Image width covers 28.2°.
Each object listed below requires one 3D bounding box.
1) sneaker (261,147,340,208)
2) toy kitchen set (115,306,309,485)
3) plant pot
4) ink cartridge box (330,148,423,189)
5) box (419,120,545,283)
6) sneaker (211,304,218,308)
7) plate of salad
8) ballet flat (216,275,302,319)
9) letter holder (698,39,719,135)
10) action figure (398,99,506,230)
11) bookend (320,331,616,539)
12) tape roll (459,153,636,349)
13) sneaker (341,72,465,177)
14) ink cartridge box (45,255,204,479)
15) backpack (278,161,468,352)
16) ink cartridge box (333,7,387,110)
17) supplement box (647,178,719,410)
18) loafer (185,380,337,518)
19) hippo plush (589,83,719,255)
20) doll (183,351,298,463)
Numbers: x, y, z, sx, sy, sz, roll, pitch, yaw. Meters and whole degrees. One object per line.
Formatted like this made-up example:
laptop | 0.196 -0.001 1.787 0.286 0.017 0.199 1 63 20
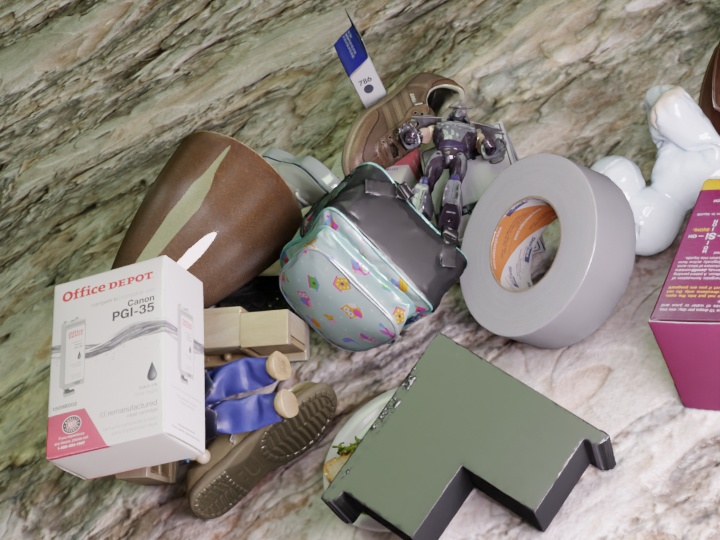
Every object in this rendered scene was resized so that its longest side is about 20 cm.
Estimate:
sneaker | -0.079 -0.097 1.753 0.071 0.073 0.200 -50 28 -11
toy kitchen set | -0.152 0.149 1.621 0.200 0.163 0.181 -5 75 15
plant pot | -0.199 -0.030 1.690 0.187 0.187 0.200 9 48 39
ink cartridge box | 0.003 -0.063 1.776 0.116 0.068 0.200 -4 43 28
box | 0.144 -0.085 1.721 0.116 0.060 0.200 -20 38 11
sneaker | -0.226 0.070 1.778 0.071 0.073 0.200 -23 29 51
plate of salad | 0.050 0.182 1.480 0.200 0.048 0.200 -18 38 14
ballet flat | -0.084 0.039 1.738 0.200 0.057 0.067 4 40 27
letter holder | 0.460 -0.253 1.690 0.142 0.101 0.200 -6 42 29
action figure | 0.104 -0.130 1.686 0.130 0.069 0.200 2 51 17
bookend | 0.105 0.199 1.368 0.200 0.092 0.199 30 76 25
tape roll | 0.197 -0.020 1.527 0.200 0.066 0.201 -25 57 44
sneaker | 0.053 -0.179 1.772 0.075 0.071 0.200 11 51 38
ink cartridge box | -0.243 0.101 1.487 0.146 0.083 0.200 -15 61 20
backpack | 0.000 0.000 1.594 0.153 0.176 0.200 -51 7 -22
ink cartridge box | 0.013 -0.234 1.859 0.039 0.200 0.100 -25 36 3
supplement box | 0.372 0.022 1.398 0.103 0.131 0.200 1 45 35
loafer | -0.115 0.182 1.558 0.200 0.076 0.067 -37 44 -12
hippo plush | 0.339 -0.088 1.572 0.161 0.159 0.200 -41 79 11
doll | -0.169 0.135 1.516 0.200 0.048 0.137 -14 82 18
